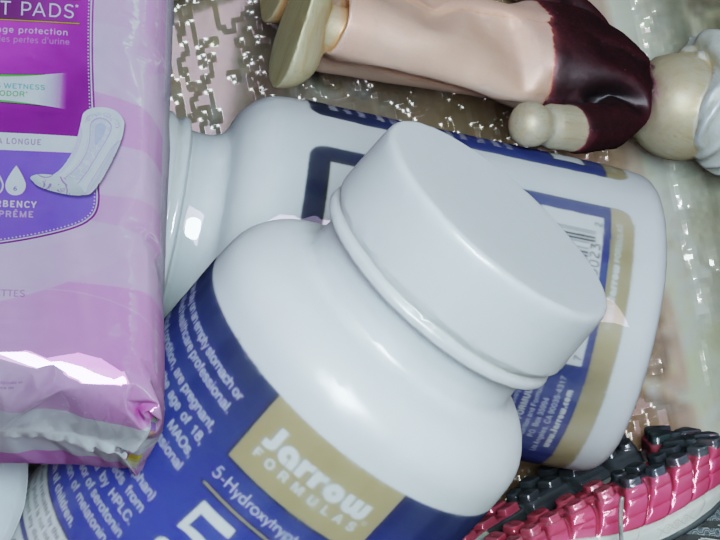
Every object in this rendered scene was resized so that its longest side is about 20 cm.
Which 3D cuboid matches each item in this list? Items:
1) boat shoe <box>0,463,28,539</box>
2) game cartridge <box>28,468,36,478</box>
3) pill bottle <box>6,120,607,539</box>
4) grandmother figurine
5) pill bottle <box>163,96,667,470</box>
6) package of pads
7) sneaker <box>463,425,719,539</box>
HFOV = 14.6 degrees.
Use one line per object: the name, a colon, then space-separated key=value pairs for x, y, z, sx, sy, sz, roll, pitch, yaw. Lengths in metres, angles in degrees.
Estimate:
boat shoe: x=-0.173 y=0.014 z=0.920 sx=0.072 sy=0.066 sz=0.201 roll=-29 pitch=82 yaw=-24
game cartridge: x=-0.119 y=0.138 z=0.979 sx=0.199 sy=0.042 sz=0.134 roll=-11 pitch=79 yaw=-27
pill bottle: x=-0.019 y=0.055 z=0.905 sx=0.120 sy=0.120 sz=0.200 roll=40 pitch=108 yaw=-2
grandmother figurine: x=0.063 y=-0.079 z=1.047 sx=0.199 sy=0.061 sz=0.122 roll=15 pitch=46 yaw=-19
pill bottle: x=0.000 y=0.000 z=1.008 sx=0.199 sy=0.111 sz=0.112 roll=12 pitch=79 yaw=-8
package of pads: x=-0.118 y=-0.036 z=0.869 sx=0.120 sy=0.076 sz=0.201 roll=3 pitch=65 yaw=-8
sneaker: x=0.056 y=0.123 z=1.007 sx=0.199 sy=0.081 sz=0.075 roll=-21 pitch=101 yaw=-21
